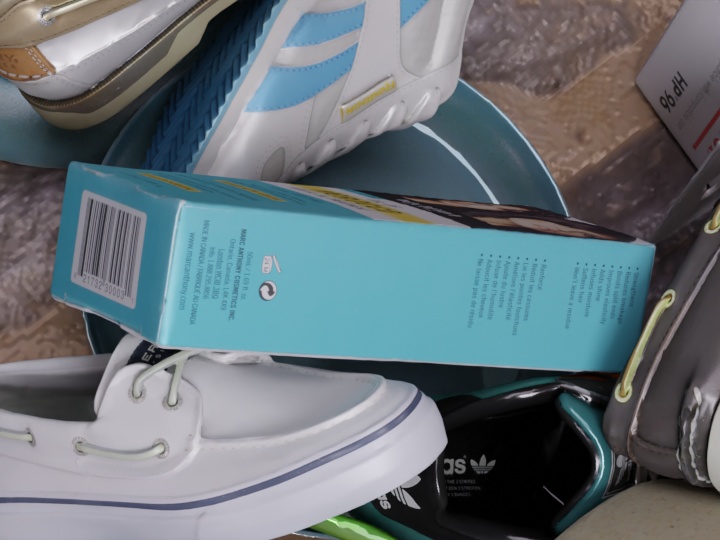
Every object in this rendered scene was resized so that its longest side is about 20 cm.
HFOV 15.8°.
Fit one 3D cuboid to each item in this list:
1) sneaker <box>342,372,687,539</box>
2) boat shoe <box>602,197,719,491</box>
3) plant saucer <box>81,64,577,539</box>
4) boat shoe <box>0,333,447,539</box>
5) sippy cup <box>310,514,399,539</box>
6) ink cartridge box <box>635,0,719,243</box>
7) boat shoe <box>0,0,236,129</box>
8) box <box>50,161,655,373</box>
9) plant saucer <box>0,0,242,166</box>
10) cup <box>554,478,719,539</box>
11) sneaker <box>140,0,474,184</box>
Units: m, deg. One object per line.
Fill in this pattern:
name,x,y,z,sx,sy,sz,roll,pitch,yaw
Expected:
sneaker,0.086,0.071,0.943,0.199,0.080,0.072,-6,91,-28
boat shoe,0.150,-0.013,0.916,0.060,0.072,0.202,13,60,33
plant saucer,-0.011,0.007,0.994,0.199,0.027,0.202,4,71,-13
boat shoe,-0.067,0.053,0.889,0.074,0.199,0.067,-46,119,-54
sippy cup,-0.042,0.177,0.881,0.129,0.140,0.178,16,49,8
ink cartridge box,0.186,-0.101,1.029,0.199,0.116,0.068,-31,77,-20
boat shoe,-0.057,-0.140,0.922,0.200,0.068,0.075,-48,53,-5
box,0.000,0.000,0.902,0.199,0.082,0.050,4,99,-34
plant saucer,-0.119,-0.139,1.037,0.199,0.027,0.202,3,70,-10
cup,0.122,0.156,0.893,0.200,0.201,0.143,-32,60,-20
sneaker,-0.012,-0.073,0.966,0.081,0.076,0.201,40,74,-18
